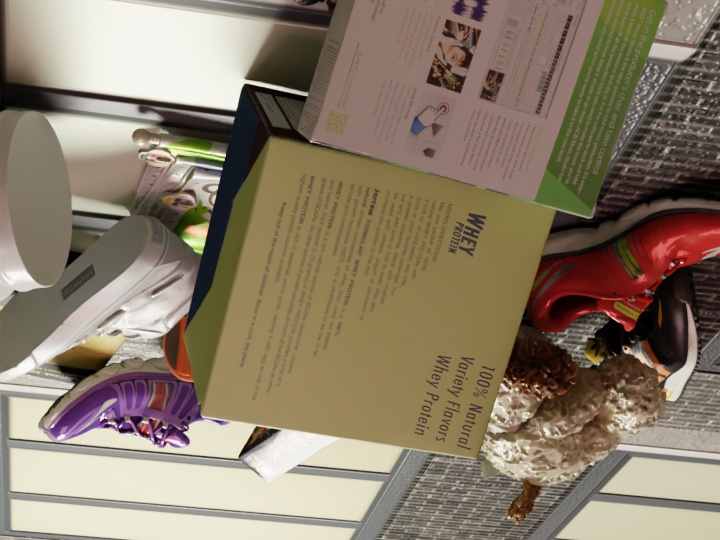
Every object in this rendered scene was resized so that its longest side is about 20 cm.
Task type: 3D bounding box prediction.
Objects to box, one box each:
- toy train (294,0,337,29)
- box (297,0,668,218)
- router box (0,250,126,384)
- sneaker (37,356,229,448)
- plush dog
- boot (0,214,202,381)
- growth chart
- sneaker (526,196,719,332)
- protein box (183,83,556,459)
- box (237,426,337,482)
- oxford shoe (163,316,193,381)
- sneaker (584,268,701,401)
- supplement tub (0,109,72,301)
[{"bbox_3d":[0.005,-0.161,0.961,0.046,0.034,0.200,-20,146,27],"label":"toy train"},{"bbox_3d":[0.075,-0.124,0.931,0.199,0.145,0.036,15,-168,-21],"label":"box"},{"bbox_3d":[-0.301,0.030,1.306,0.199,0.053,0.157,14,149,-21],"label":"router box"},{"bbox_3d":[-0.192,0.125,1.378,0.199,0.084,0.081,-10,159,-39],"label":"sneaker"},{"bbox_3d":[0.126,0.103,1.279,0.199,0.161,0.172,13,152,51],"label":"plush dog"},{"bbox_3d":[-0.207,0.040,1.220,0.199,0.074,0.095,-33,138,20],"label":"boot"},{"bbox_3d":[-0.113,-0.049,1.191,0.144,0.018,0.200,6,152,-11],"label":"growth chart"},{"bbox_3d":[0.219,0.004,1.200,0.199,0.085,0.077,-20,147,34],"label":"sneaker"},{"bbox_3d":[0.000,0.000,1.056,0.199,0.135,0.200,10,109,-16],"label":"protein box"},{"bbox_3d":[-0.015,0.090,1.310,0.038,0.137,0.200,40,138,-12],"label":"box"},{"bbox_3d":[-0.080,0.067,1.268,0.073,0.072,0.199,-6,-167,-42],"label":"oxford shoe"},{"bbox_3d":[0.240,0.064,1.324,0.089,0.070,0.200,-4,153,2],"label":"sneaker"},{"bbox_3d":[-0.317,-0.043,1.074,0.198,0.146,0.145,-3,151,9],"label":"supplement tub"}]
